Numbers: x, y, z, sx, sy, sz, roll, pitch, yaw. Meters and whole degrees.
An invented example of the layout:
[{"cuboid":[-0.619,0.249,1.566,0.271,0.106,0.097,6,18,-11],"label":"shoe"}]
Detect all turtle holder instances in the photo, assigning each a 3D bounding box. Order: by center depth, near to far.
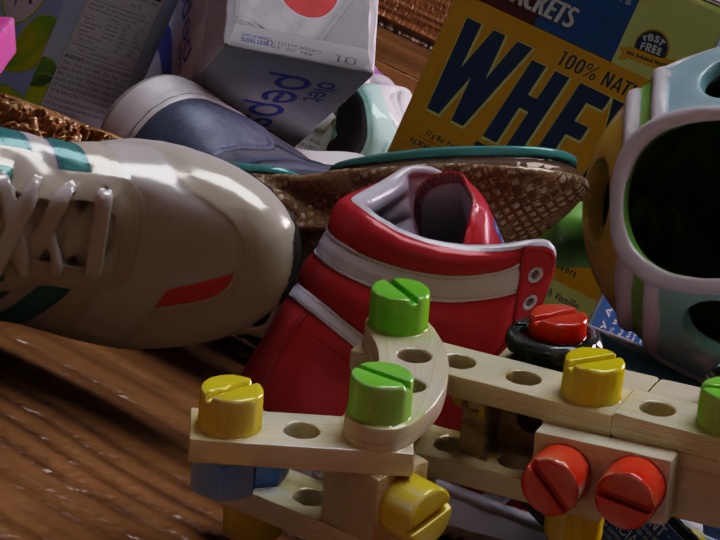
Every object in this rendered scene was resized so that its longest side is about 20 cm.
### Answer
[{"cuboid":[0.138,-0.029,0.971,0.185,0.141,0.132,30,12,27],"label":"turtle holder"}]

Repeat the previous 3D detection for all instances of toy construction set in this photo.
[{"cuboid":[0.059,0.066,0.731,0.200,0.092,0.131,27,27,14],"label":"toy construction set"}]

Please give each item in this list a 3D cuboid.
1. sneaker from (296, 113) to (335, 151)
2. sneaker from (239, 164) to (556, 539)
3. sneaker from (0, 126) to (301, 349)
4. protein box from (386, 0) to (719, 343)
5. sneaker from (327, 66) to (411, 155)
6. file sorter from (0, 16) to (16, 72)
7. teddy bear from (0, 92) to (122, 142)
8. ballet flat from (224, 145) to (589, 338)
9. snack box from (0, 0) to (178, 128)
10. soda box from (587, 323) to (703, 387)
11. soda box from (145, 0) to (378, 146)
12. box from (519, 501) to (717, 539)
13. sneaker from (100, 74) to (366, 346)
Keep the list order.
[{"cuboid":[-0.058,-0.079,1.357,0.075,0.087,0.200,18,9,-29],"label":"sneaker"},{"cuboid":[0.050,0.032,0.878,0.200,0.113,0.071,16,12,-44],"label":"sneaker"},{"cuboid":[-0.121,-0.012,0.802,0.200,0.070,0.093,13,12,8],"label":"sneaker"},{"cuboid":[0.123,-0.053,1.301,0.135,0.199,0.200,28,10,26],"label":"protein box"},{"cuboid":[0.026,-0.085,1.689,0.140,0.078,0.200,22,18,-25],"label":"sneaker"},{"cuboid":[-0.215,-0.119,0.805,0.200,0.126,0.139,-1,11,-3],"label":"file sorter"},{"cuboid":[-0.180,-0.047,0.943,0.200,0.067,0.145,19,2,20],"label":"teddy bear"},{"cuboid":[-0.014,-0.007,0.931,0.200,0.065,0.071,-2,-17,26],"label":"ballet flat"},{"cuboid":[-0.151,-0.143,1.104,0.169,0.200,0.068,31,12,38],"label":"snack box"},{"cuboid":[0.147,0.081,1.014,0.200,0.064,0.068,22,9,-17],"label":"soda box"},{"cuboid":[-0.058,-0.086,1.133,0.068,0.064,0.200,10,-19,-20],"label":"soda box"},{"cuboid":[0.150,0.106,0.860,0.200,0.040,0.137,14,27,-49],"label":"box"},{"cuboid":[-0.001,0.001,1.067,0.202,0.077,0.146,22,13,-49],"label":"sneaker"}]
